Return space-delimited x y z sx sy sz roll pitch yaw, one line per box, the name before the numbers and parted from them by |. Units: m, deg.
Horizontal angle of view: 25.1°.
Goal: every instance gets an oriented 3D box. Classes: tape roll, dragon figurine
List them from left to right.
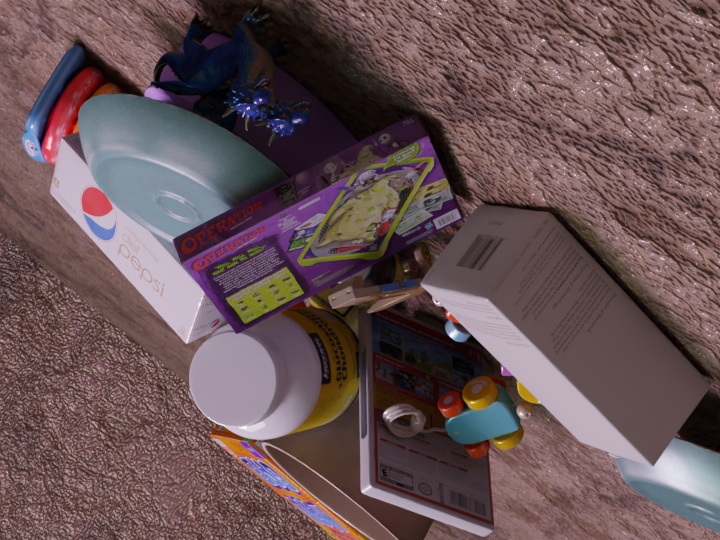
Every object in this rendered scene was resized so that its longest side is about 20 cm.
dragon figurine | -0.112 -0.137 1.198 0.199 0.100 0.059 0 142 39
tape roll | -0.084 -0.108 1.356 0.200 0.066 0.200 37 167 10

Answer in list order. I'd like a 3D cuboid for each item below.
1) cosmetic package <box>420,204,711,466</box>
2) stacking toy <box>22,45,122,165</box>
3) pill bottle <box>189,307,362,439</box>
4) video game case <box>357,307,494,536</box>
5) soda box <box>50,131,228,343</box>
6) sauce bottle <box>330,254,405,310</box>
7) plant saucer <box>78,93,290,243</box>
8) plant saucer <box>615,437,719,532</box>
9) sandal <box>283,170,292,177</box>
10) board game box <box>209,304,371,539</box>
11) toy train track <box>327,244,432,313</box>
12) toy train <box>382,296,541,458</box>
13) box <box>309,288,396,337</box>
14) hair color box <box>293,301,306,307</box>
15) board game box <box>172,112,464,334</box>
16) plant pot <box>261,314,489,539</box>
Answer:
cosmetic package | 0.153 0.049 1.209 0.200 0.085 0.107 43 167 -25
stacking toy | -0.232 -0.129 1.645 0.199 0.110 0.116 26 164 3
pill bottle | -0.075 0.090 1.435 0.112 0.112 0.200 34 -170 15
video game case | 0.059 0.134 1.487 0.142 0.201 0.017 24 137 -29
soda box | -0.177 -0.036 1.367 0.200 0.063 0.068 46 136 22
sauce bottle | 0.000 0.000 1.405 0.066 0.066 0.200 36 -178 9
plant saucer | -0.133 -0.060 1.235 0.199 0.036 0.200 21 157 10
plant saucer | 0.286 0.181 1.300 0.199 0.036 0.200 24 170 4
sandal | -0.110 -0.069 1.296 0.199 0.054 0.080 31 165 29
board game box | -0.016 0.172 1.819 0.200 0.200 0.200 41 167 -11
toy train track | 0.031 0.003 1.303 0.200 0.114 0.033 -10 -103 -61
toy train | 0.105 0.076 1.398 0.149 0.056 0.200 21 131 -11
box | -0.006 0.033 1.609 0.050 0.075 0.200 36 168 15
hair color box | -0.100 0.014 1.642 0.201 0.061 0.102 61 177 29
board game box | -0.028 -0.031 1.200 0.032 0.199 0.120 64 -178 28
plant pot | 0.036 0.151 1.611 0.187 0.200 0.187 36 166 10
